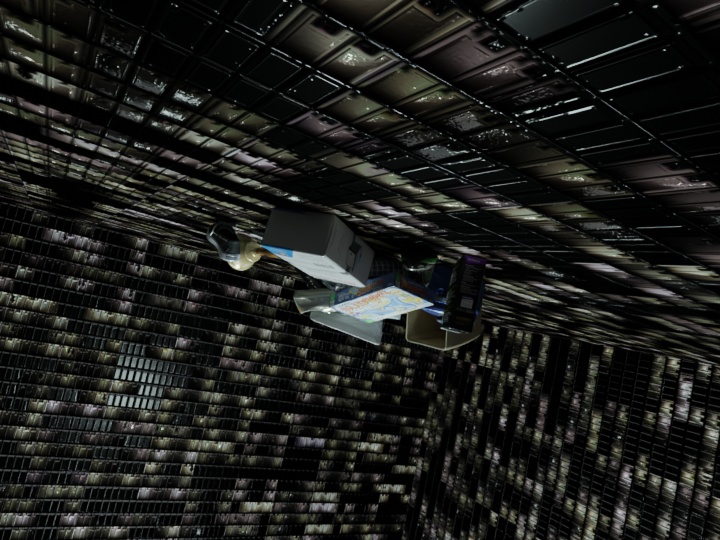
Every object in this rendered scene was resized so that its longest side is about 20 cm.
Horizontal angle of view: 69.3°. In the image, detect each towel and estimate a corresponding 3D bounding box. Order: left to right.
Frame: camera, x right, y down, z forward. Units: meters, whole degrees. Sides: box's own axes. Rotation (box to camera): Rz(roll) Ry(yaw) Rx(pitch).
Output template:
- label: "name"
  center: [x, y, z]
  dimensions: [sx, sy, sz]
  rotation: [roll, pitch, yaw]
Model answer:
- label: "towel"
  center: [0.000, 0.000, 1.266]
  dimensions: [0.164, 0.087, 0.200]
  rotation: [0, -173, -13]

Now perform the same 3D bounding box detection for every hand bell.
- label: "hand bell"
  center: [-0.270, -0.050, 1.407]
  dimensions: [0.199, 0.105, 0.104]
  rotation: [2, 169, 45]

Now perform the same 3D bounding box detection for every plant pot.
- label: "plant pot"
  center: [0.277, 0.137, 1.663]
  dimensions: [0.175, 0.202, 0.199]
  rotation: [3, 180, -33]

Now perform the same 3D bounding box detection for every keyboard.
- label: "keyboard"
  center: [-0.118, 0.028, 1.362]
  dimensions: [0.200, 0.021, 0.127]
  rotation: [52, -160, 28]

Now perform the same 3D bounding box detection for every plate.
- label: "plate"
  center: [-0.023, 0.093, 1.413]
  dimensions: [0.198, 0.033, 0.201]
  rotation: [21, -145, -5]

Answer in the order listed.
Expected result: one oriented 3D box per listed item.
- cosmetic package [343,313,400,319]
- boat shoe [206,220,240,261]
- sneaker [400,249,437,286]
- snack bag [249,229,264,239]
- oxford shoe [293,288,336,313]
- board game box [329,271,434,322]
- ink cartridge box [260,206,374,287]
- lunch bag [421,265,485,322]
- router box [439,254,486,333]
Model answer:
- label: "cosmetic package"
  center: [0.024, 0.048, 1.393]
  dimensions: [0.149, 0.052, 0.201]
  rotation: [4, -150, -9]
- label: "boat shoe"
  center: [-0.359, -0.094, 1.373]
  dimensions: [0.073, 0.069, 0.199]
  rotation: [4, -156, -25]
- label: "sneaker"
  center: [0.128, 0.005, 1.143]
  dimensions: [0.077, 0.086, 0.200]
  rotation: [11, 173, 15]
- label: "snack bag"
  center: [-0.173, -0.061, 1.407]
  dimensions: [0.188, 0.022, 0.199]
  rotation: [17, 178, 45]
- label: "oxford shoe"
  center: [-0.063, 0.073, 1.255]
  dimensions: [0.198, 0.059, 0.075]
  rotation: [-4, -176, -12]
- label: "board game box"
  center: [0.045, 0.064, 1.160]
  dimensions: [0.135, 0.035, 0.199]
  rotation: [24, 148, -38]
- label: "ink cartridge box"
  center: [-0.078, -0.043, 1.037]
  dimensions: [0.145, 0.087, 0.200]
  rotation: [10, 168, 26]
- label: "lunch bag"
  center: [0.233, 0.071, 1.313]
  dimensions: [0.134, 0.134, 0.200]
  rotation: [11, 175, 21]
- label: "router box"
  center: [0.216, 0.056, 1.111]
  dimensions: [0.050, 0.151, 0.200]
  rotation: [13, 175, 5]
